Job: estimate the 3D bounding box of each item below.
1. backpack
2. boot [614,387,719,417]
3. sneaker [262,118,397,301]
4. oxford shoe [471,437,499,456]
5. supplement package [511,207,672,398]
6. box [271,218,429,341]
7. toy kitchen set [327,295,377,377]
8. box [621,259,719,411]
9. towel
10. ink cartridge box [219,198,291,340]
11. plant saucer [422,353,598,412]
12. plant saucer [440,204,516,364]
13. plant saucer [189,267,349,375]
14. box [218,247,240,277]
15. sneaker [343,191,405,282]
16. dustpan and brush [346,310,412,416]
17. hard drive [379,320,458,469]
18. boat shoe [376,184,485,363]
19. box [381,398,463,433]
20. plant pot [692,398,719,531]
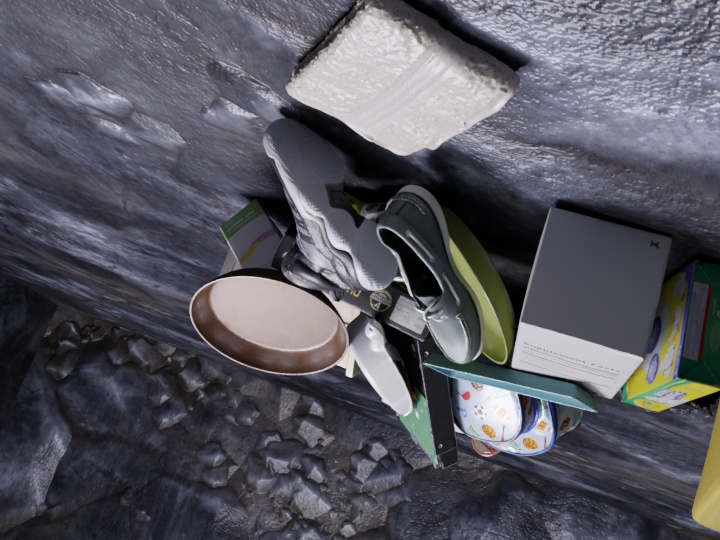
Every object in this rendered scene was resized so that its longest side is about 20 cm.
[{"bbox_3d":[0.194,0.140,1.148,0.199,0.153,0.193,0,118,56],"label":"backpack"},{"bbox_3d":[0.355,0.139,1.173,0.195,0.075,0.162,19,169,-18],"label":"boot"},{"bbox_3d":[-0.055,-0.052,0.927,0.113,0.075,0.201,-26,104,46],"label":"sneaker"},{"bbox_3d":[0.238,0.187,1.276,0.070,0.201,0.075,42,-176,33],"label":"oxford shoe"},{"bbox_3d":[0.225,0.039,0.904,0.118,0.123,0.200,16,164,12],"label":"supplement package"},{"bbox_3d":[0.000,0.000,1.082,0.197,0.050,0.161,26,-166,-1],"label":"box"},{"bbox_3d":[0.048,0.042,1.277,0.161,0.184,0.200,19,-155,22],"label":"toy kitchen set"},{"bbox_3d":[0.315,0.073,0.907,0.047,0.119,0.200,13,164,5],"label":"box"},{"bbox_3d":[0.024,-0.148,0.713,0.131,0.035,0.200,26,165,-17],"label":"towel"},{"bbox_3d":[-0.104,0.012,1.161,0.118,0.067,0.201,56,179,-42],"label":"ink cartridge box"},{"bbox_3d":[0.168,0.124,1.013,0.198,0.019,0.070,10,167,40],"label":"plant saucer"},{"bbox_3d":[0.111,0.006,0.962,0.202,0.031,0.200,58,171,14],"label":"plant saucer"},{"bbox_3d":[-0.108,0.059,1.087,0.196,0.035,0.202,7,142,6],"label":"plant saucer"},{"bbox_3d":[-0.118,0.031,1.398,0.197,0.111,0.128,25,166,-14],"label":"box"},{"bbox_3d":[0.032,-0.038,1.007,0.084,0.075,0.199,20,-170,-41],"label":"sneaker"},{"bbox_3d":[0.021,0.095,1.083,0.141,0.057,0.200,60,-173,20],"label":"dustpan and brush"},{"bbox_3d":[0.074,0.140,1.167,0.140,0.037,0.203,-135,31,-60],"label":"hard drive"},{"bbox_3d":[0.065,0.018,0.879,0.072,0.062,0.202,3,126,40],"label":"boat shoe"},{"bbox_3d":[0.153,0.165,1.393,0.106,0.154,0.198,31,164,-34],"label":"box"},{"bbox_3d":[0.475,0.175,0.926,0.191,0.198,0.201,16,156,19],"label":"plant pot"}]
